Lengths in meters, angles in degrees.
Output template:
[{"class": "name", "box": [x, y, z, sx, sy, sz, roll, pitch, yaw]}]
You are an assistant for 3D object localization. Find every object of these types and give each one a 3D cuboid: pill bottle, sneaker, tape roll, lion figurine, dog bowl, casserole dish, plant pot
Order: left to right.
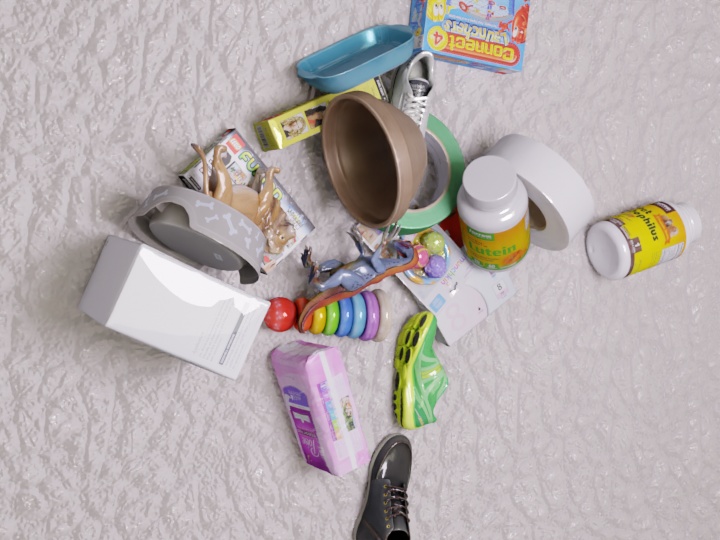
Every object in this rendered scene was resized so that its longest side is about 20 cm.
[{"class": "dog bowl", "box": [-0.224, -0.051, 1.450, 0.199, 0.200, 0.059, 31, 71, -25]}, {"class": "lion figurine", "box": [-0.174, -0.101, 1.480, 0.199, 0.072, 0.123, 17, 82, -41]}, {"class": "casserole dish", "box": [-0.004, -0.323, 1.576, 0.199, 0.121, 0.039, -30, 125, -20]}, {"class": "plant pot", "box": [0.033, -0.169, 1.496, 0.092, 0.200, 0.202, -20, 103, -28]}, {"class": "sneaker", "box": [0.059, 0.372, 1.672, 0.074, 0.106, 0.201, 16, 88, -26]}, {"class": "tape roll", "box": [0.067, -0.158, 1.629, 0.199, 0.048, 0.202, 4, 77, -19]}, {"class": "sneaker", "box": [0.074, -0.240, 1.581, 0.076, 0.080, 0.201, 10, 78, -19]}, {"class": "sneaker", "box": [0.103, 0.163, 1.697, 0.083, 0.074, 0.201, 1, 104, -24]}, {"class": "pill bottle", "box": [0.210, -0.090, 1.619, 0.111, 0.111, 0.200, -47, 153, -15]}, {"class": "tape roll", "box": [0.283, -0.126, 1.685, 0.071, 0.202, 0.203, -47, 112, -15]}, {"class": "pill bottle", "box": [0.515, -0.060, 1.854, 0.199, 0.109, 0.110, -19, 103, -24]}]

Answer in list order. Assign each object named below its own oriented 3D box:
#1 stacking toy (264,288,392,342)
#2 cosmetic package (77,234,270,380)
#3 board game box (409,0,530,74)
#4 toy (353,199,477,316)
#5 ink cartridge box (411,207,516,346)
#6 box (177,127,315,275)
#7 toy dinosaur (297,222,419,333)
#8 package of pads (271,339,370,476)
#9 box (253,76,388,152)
[{"class": "stacking toy", "box": [-0.055, 0.069, 1.607, 0.199, 0.085, 0.086, 2, 94, -22]}, {"class": "cosmetic package", "box": [-0.265, 0.049, 1.431, 0.199, 0.199, 0.124, 28, 83, -25]}, {"class": "board game box", "box": [0.182, -0.438, 1.686, 0.199, 0.056, 0.197, 5, 92, -26]}, {"class": "toy", "box": [0.097, -0.037, 1.664, 0.200, 0.047, 0.115, 45, 73, -9]}, {"class": "ink cartridge box", "box": [0.155, 0.000, 1.718, 0.162, 0.057, 0.201, -36, 114, -19]}, {"class": "box", "box": [-0.170, -0.103, 1.556, 0.110, 0.035, 0.200, -44, 111, -16]}, {"class": "toy dinosaur", "box": [0.000, 0.000, 1.588, 0.180, 0.105, 0.201, 9, 106, -23]}, {"class": "package of pads", "box": [-0.063, 0.209, 1.590, 0.075, 0.120, 0.201, -23, 104, -28]}, {"class": "box", "box": [-0.060, -0.242, 1.577, 0.199, 0.075, 0.050, -27, 104, -20]}]
